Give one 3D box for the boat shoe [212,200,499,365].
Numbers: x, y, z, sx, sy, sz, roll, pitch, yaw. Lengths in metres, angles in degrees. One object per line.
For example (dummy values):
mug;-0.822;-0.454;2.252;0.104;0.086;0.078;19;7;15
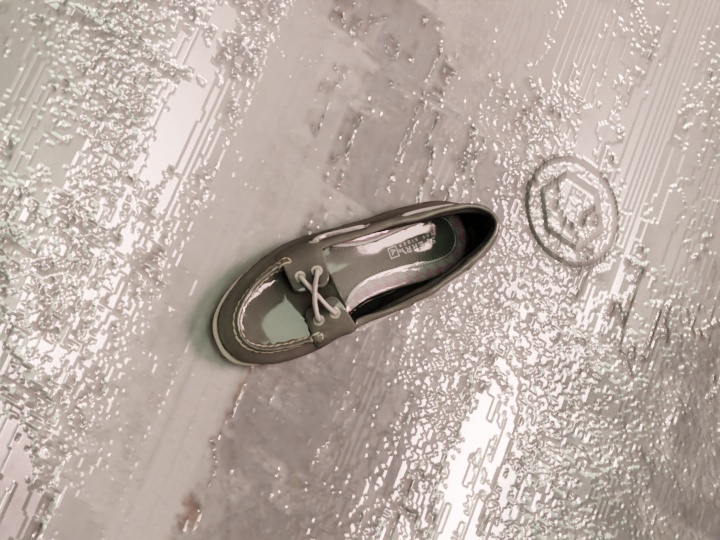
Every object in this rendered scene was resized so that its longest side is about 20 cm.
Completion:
boat shoe;0.000;0.000;1.406;0.199;0.057;0.067;-24;90;-33
